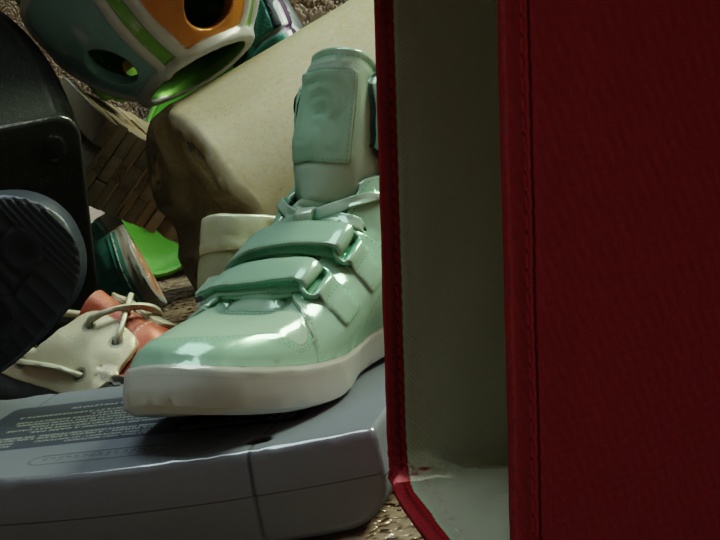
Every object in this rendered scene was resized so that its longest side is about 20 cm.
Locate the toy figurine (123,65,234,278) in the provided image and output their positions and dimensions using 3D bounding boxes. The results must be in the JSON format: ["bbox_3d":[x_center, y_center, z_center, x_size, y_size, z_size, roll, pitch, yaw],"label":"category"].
[{"bbox_3d":[-0.130,-0.057,1.323,0.200,0.150,0.184,-38,3,-17],"label":"toy figurine"}]

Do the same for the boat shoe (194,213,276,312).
[{"bbox_3d":[0.000,0.000,0.825,0.072,0.062,0.199,-2,1,38],"label":"boat shoe"}]

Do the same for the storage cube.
[{"bbox_3d":[0.104,-0.013,0.440,0.179,0.201,0.171,-4,7,-8],"label":"storage cube"}]

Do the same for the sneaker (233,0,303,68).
[{"bbox_3d":[-0.030,-0.110,1.233,0.087,0.201,0.074,-9,-10,-37],"label":"sneaker"}]

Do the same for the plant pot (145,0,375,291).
[{"bbox_3d":[-0.010,-0.057,0.944,0.183,0.201,0.200,-26,15,-23],"label":"plant pot"}]

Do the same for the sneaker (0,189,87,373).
[{"bbox_3d":[-0.178,0.024,0.679,0.200,0.070,0.082,-32,5,23],"label":"sneaker"}]

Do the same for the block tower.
[{"bbox_3d":[-0.124,-0.054,1.079,0.054,0.058,0.200,40,7,36],"label":"block tower"}]

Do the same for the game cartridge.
[{"bbox_3d":[-0.077,0.070,0.613,0.199,0.042,0.133,-7,13,14],"label":"game cartridge"}]

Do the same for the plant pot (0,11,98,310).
[{"bbox_3d":[-0.238,-0.019,0.892,0.199,0.201,0.177,-14,20,-29],"label":"plant pot"}]

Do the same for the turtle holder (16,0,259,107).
[{"bbox_3d":[-0.133,-0.156,0.940,0.185,0.132,0.141,-32,-3,35],"label":"turtle holder"}]

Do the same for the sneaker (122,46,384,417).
[{"bbox_3d":[-0.027,-0.018,0.620,0.073,0.119,0.200,-2,12,30],"label":"sneaker"}]

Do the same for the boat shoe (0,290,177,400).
[{"bbox_3d":[-0.119,0.040,0.759,0.199,0.063,0.071,-2,9,35],"label":"boat shoe"}]

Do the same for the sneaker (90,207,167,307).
[{"bbox_3d":[-0.185,0.002,1.102,0.080,0.072,0.200,-32,20,-12],"label":"sneaker"}]
